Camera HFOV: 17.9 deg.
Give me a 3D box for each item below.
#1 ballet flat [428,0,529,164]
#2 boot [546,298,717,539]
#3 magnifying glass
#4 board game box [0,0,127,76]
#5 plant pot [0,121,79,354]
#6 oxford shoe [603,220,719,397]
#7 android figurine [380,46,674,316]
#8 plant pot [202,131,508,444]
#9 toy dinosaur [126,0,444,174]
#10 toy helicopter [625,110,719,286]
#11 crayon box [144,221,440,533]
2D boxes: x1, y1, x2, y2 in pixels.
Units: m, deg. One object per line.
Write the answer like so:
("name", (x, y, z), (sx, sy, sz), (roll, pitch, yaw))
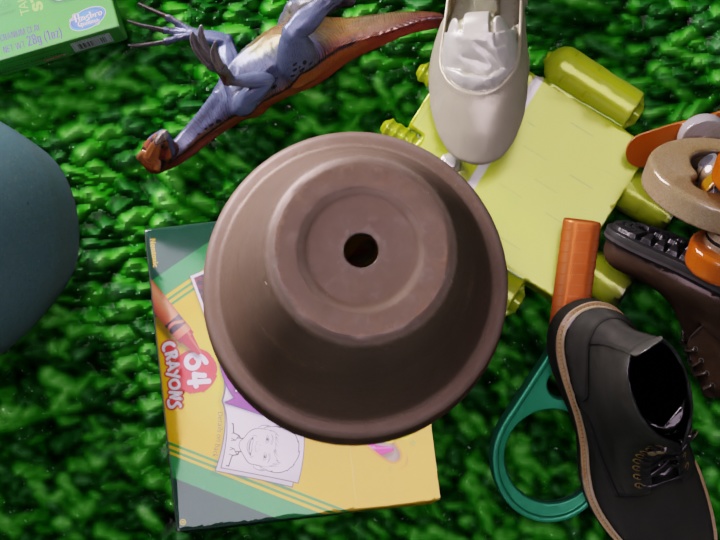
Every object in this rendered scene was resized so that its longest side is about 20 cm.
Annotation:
("ballet flat", (0.079, -0.168, 1.504), (0.069, 0.070, 0.200), (5, 63, 2))
("boot", (0.186, 0.121, 1.435), (0.077, 0.138, 0.200), (-30, 103, -9))
("magnifying glass", (0.132, 0.066, 1.501), (0.079, 0.022, 0.200), (7, 98, -6))
("board game box", (-0.259, -0.234, 1.561), (0.153, 0.040, 0.200), (-17, 83, -1))
("plant pot", (-0.261, -0.024, 1.476), (0.135, 0.200, 0.200), (-10, 81, -35))
("oxford shoe", (0.233, 0.040, 1.488), (0.200, 0.073, 0.084), (35, 105, -4))
("android figurine", (0.110, -0.063, 1.531), (0.200, 0.041, 0.182), (34, 85, 4))
("plant pot", (0.000, 0.000, 1.401), (0.200, 0.175, 0.201), (0, 80, -3))
("toy dinosaur", (-0.063, -0.127, 1.524), (0.200, 0.105, 0.182), (27, 105, -7))
("toy helicopter", (0.264, -0.066, 1.487), (0.200, 0.079, 0.132), (-11, 38, -34))
("crayon box", (-0.044, 0.064, 1.508), (0.172, 0.058, 0.200), (-7, 82, 1))
